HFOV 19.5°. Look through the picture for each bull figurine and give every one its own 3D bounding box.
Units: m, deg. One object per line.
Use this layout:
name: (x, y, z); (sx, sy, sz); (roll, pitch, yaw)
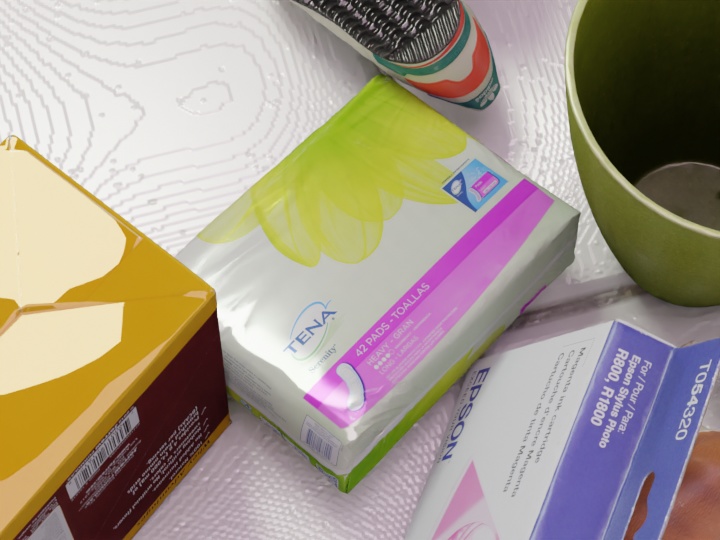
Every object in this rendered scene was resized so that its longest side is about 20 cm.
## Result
bull figurine: (0.163, 0.115, 1.122); (0.199, 0.065, 0.122); (-22, 68, -9)

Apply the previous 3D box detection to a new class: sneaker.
sneaker: (0.011, -0.155, 1.238); (0.070, 0.093, 0.200); (-47, 47, 0)

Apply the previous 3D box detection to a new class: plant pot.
plant pot: (0.192, -0.061, 1.124); (0.186, 0.200, 0.188); (0, 68, -1)

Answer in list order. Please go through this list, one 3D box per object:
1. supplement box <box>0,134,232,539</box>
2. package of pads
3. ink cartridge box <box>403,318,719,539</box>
supplement box: (-0.179, 0.078, 1.060); (0.133, 0.200, 0.197); (36, 71, 13)
package of pads: (0.000, 0.000, 1.152); (0.154, 0.068, 0.200); (37, 66, 20)
ink cartridge box: (0.084, 0.122, 1.051); (0.043, 0.200, 0.197); (31, 67, -17)
